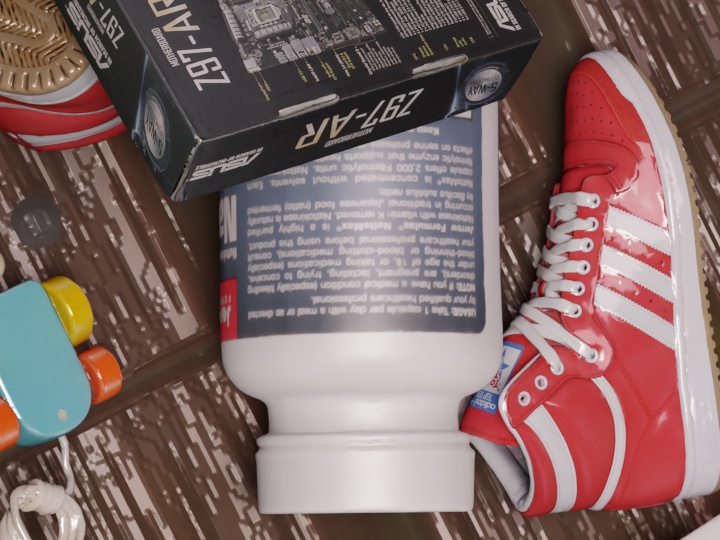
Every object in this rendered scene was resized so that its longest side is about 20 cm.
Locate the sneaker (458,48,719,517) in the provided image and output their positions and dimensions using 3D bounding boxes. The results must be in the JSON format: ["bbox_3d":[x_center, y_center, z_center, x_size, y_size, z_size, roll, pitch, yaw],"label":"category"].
[{"bbox_3d":[0.088,0.009,1.144,0.112,0.071,0.201,-11,90,-18],"label":"sneaker"}]

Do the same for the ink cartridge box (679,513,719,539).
[{"bbox_3d":[0.125,0.211,1.101,0.200,0.088,0.145,-29,64,-16],"label":"ink cartridge box"}]

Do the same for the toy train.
[{"bbox_3d":[-0.193,0.037,1.050,0.200,0.056,0.151,33,58,-27],"label":"toy train"}]

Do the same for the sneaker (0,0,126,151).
[{"bbox_3d":[-0.176,-0.109,1.093,0.200,0.112,0.071,26,86,19],"label":"sneaker"}]

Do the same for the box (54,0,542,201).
[{"bbox_3d":[-0.046,-0.137,1.021,0.160,0.044,0.200,-20,68,-30],"label":"box"}]

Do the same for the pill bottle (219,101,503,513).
[{"bbox_3d":[0.000,0.000,1.097,0.119,0.120,0.201,0,84,-14],"label":"pill bottle"}]
